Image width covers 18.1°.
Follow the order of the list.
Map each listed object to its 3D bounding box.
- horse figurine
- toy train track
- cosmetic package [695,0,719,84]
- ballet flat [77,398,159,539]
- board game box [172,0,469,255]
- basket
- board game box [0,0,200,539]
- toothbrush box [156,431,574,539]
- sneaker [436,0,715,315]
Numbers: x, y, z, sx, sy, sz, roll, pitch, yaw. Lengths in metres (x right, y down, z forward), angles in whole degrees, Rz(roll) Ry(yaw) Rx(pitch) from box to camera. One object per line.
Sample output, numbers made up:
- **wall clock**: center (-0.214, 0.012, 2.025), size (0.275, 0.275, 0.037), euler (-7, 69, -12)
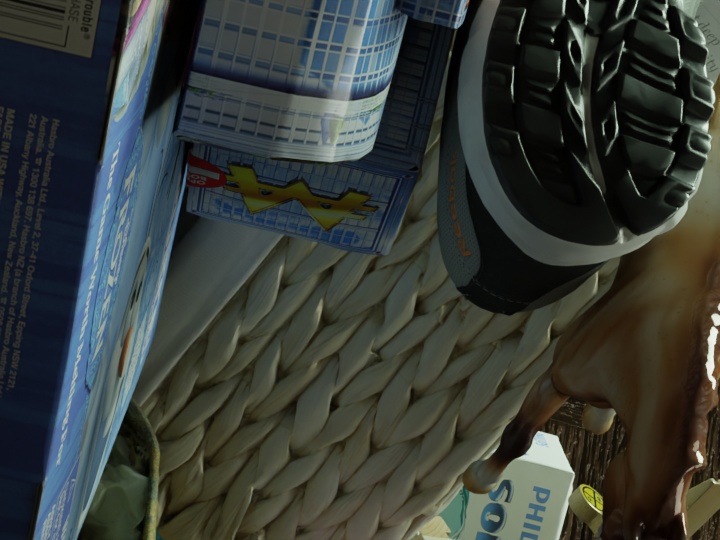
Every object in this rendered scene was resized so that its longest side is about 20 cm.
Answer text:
- **horse figurine**: center (0.093, -0.007, 0.594), size (0.200, 0.050, 0.133), euler (-54, -179, -19)
- **toy train track**: center (0.067, 0.102, 0.819), size (0.115, 0.033, 0.199), euler (-48, 149, 20)
- **cosmetic package**: center (0.078, -0.131, 0.755), size (0.081, 0.113, 0.200), euler (-44, -165, 4)
- **ballet flat**: center (-0.085, 0.084, 0.591), size (0.200, 0.070, 0.071), euler (-92, -165, -67)
- **board game box**: center (0.002, -0.091, 0.544), size (0.200, 0.061, 0.201), euler (-85, -172, -75)
- **basket**: center (0.000, 0.000, 0.745), size (0.200, 0.123, 0.136), euler (-47, -169, 22)
- **board game box**: center (-0.065, -0.033, 0.530), size (0.199, 0.043, 0.201), euler (-80, -177, -65)
- **toothbrush box**: center (-0.027, 0.118, 0.916), size (0.085, 0.198, 0.148), euler (-80, -176, -84)
- **sneaker**: center (0.058, -0.078, 0.590), size (0.079, 0.074, 0.201), euler (125, -13, -58)
